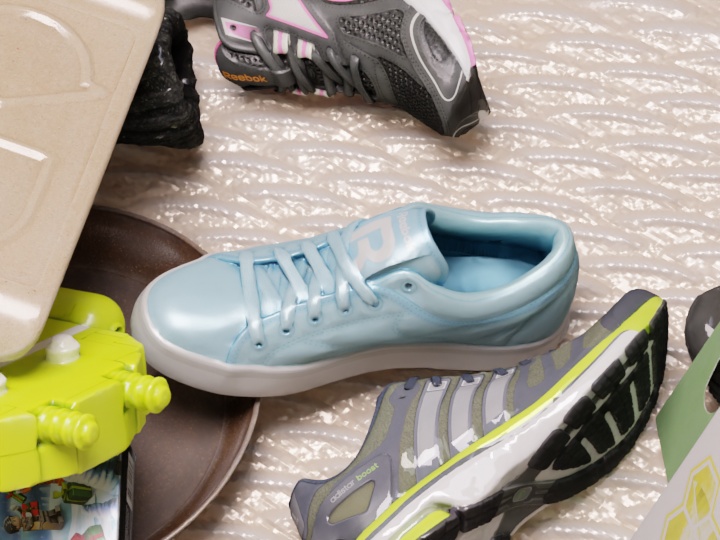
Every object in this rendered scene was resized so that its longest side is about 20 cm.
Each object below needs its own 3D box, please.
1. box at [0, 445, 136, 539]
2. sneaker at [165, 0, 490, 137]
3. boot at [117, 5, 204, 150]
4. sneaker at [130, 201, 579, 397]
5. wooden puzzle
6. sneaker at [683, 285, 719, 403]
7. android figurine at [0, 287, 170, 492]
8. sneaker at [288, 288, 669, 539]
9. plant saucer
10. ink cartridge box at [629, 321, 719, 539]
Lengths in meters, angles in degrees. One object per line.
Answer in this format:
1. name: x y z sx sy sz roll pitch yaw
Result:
1. box: -0.164 0.165 1.170 0.136 0.040 0.201 -2 68 5
2. sneaker: -0.023 -0.110 1.361 0.086 0.081 0.200 -41 49 -15
3. boot: -0.153 -0.060 1.288 0.157 0.080 0.211 -4 27 4
4. sneaker: 0.000 0.000 1.246 0.199 0.082 0.074 -6 52 -16
5. wooden puzzle: -0.195 -0.066 1.198 0.184 0.046 0.201 19 56 -2
6. sneaker: 0.234 0.038 1.217 0.199 0.091 0.076 16 60 17
7. android figurine: -0.171 0.047 1.187 0.199 0.041 0.182 9 21 36
8. sneaker: 0.052 0.066 1.227 0.200 0.074 0.081 -37 57 -21
9. plant saucer: -0.141 0.059 1.272 0.199 0.032 0.201 -2 55 3
10. ink cartridge box: 0.147 0.081 1.141 0.048 0.146 0.201 12 41 -20
